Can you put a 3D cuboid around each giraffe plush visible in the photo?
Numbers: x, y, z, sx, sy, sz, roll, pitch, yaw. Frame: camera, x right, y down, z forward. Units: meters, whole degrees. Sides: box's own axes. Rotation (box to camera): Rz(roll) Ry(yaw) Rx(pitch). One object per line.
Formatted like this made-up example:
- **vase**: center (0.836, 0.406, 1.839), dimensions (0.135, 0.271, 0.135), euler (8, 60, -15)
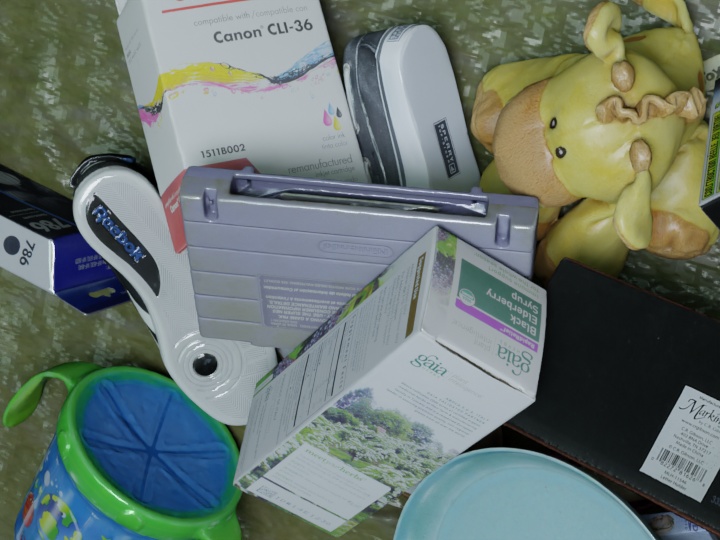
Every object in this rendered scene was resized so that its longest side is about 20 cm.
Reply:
- **giraffe plush**: center (0.141, -0.074, 0.905), dimensions (0.200, 0.162, 0.173), euler (-40, 83, 21)

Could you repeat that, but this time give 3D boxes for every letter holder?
- **letter holder**: center (0.195, 0.092, 0.873), dimensions (0.200, 0.142, 0.101), euler (25, 84, 40)

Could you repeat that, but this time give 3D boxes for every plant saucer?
- **plant saucer**: center (0.104, 0.191, 0.882), dimensions (0.200, 0.027, 0.201), euler (14, 112, 37)

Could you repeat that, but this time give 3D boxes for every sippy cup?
- **sippy cup**: center (-0.168, 0.158, 1.082), dimensions (0.130, 0.139, 0.178), euler (-52, 41, 30)

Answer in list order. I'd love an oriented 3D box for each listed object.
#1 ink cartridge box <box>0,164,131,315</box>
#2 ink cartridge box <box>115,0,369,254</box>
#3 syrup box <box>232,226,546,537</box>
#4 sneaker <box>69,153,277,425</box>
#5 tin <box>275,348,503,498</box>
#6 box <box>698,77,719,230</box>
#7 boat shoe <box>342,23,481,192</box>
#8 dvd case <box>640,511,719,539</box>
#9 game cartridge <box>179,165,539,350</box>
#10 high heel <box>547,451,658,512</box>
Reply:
- **ink cartridge box**: center (-0.240, -0.035, 1.087), dimensions (0.200, 0.099, 0.039), euler (27, 105, 14)
- **ink cartridge box**: center (-0.079, -0.122, 0.988), dimensions (0.116, 0.067, 0.201), euler (-13, 82, -22)
- **syrup box**: center (0.014, 0.068, 0.902), dimensions (0.079, 0.082, 0.200), euler (29, 135, -19)
- **sneaker**: center (-0.120, 0.003, 1.060), dimensions (0.073, 0.112, 0.200), euler (-31, 110, 0)
- **tin**: center (0.008, 0.064, 1.019), dimensions (0.200, 0.042, 0.112), euler (50, 145, 7)
- **box**: center (0.259, -0.010, 0.855), dimensions (0.035, 0.110, 0.200), euler (-28, 118, 36)
- **boat shoe**: center (0.030, -0.054, 1.002), dimensions (0.068, 0.072, 0.201), euler (-2, 108, 41)
- **dvd case**: center (0.136, 0.190, 0.972), dimensions (0.199, 0.143, 0.018), euler (-11, 55, 21)
- **game cartridge**: center (0.000, 0.000, 0.915), dimensions (0.199, 0.038, 0.130), euler (6, 142, 6)
- **high heel**: center (0.157, 0.124, 0.967), dimensions (0.199, 0.096, 0.068), euler (-16, 92, 22)
